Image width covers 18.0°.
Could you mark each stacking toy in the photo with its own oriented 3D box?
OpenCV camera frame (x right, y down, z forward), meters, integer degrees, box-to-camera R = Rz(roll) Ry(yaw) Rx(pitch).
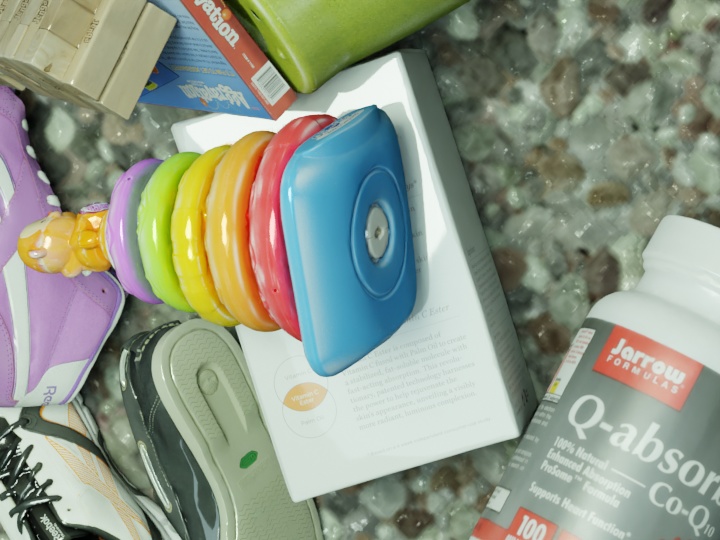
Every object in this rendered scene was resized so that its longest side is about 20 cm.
[{"bbox_3d":[-0.079,-0.017,1.087,0.199,0.116,0.110,0,109,26],"label":"stacking toy"}]

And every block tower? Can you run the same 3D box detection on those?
[{"bbox_3d":[-0.167,-0.121,1.101,0.054,0.200,0.058,32,81,-35],"label":"block tower"}]

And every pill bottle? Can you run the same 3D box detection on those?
[{"bbox_3d":[0.145,0.082,1.125,0.115,0.116,0.201,27,85,6],"label":"pill bottle"}]

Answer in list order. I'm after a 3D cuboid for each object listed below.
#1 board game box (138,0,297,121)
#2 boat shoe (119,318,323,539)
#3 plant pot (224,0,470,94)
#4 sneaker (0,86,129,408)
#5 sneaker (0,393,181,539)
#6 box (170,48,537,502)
[{"bbox_3d":[-0.112,-0.122,1.118,0.019,0.200,0.103,-46,116,-17],"label":"board game box"},{"bbox_3d":[-0.073,0.123,1.215,0.067,0.072,0.201,-12,102,47],"label":"boat shoe"},{"bbox_3d":[0.000,-0.192,1.070,0.193,0.200,0.200,-42,87,-7],"label":"plant pot"},{"bbox_3d":[-0.178,-0.025,1.218,0.114,0.073,0.202,7,78,-25],"label":"sneaker"},{"bbox_3d":[-0.168,0.111,1.214,0.200,0.080,0.074,45,102,5],"label":"sneaker"},{"bbox_3d":[0.000,0.000,1.165,0.124,0.097,0.201,-17,93,11],"label":"box"}]
